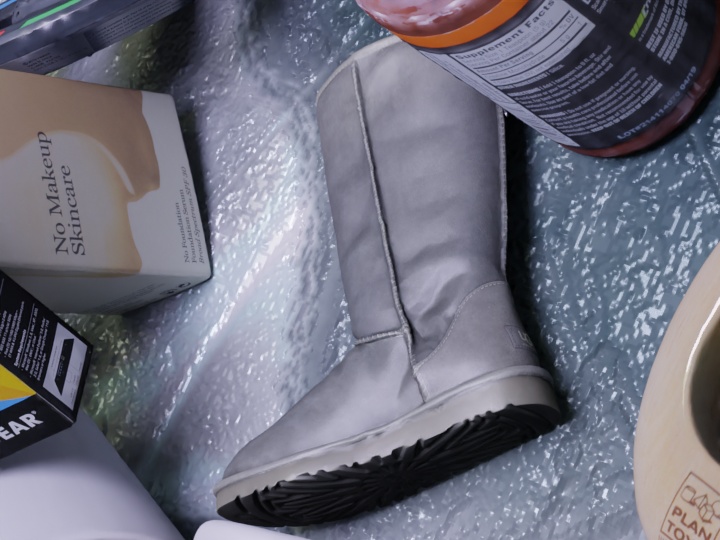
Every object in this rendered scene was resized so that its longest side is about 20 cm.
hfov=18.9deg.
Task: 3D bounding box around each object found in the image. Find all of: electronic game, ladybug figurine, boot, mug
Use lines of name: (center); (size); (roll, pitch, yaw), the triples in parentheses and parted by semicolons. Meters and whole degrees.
electronic game: (-0.142, -0.141, 1.113); (0.199, 0.042, 0.200); (-23, 16, 7)
ladybug figurine: (0.181, 0.042, 0.815); (0.136, 0.072, 0.201); (39, 98, 42)
boot: (0.000, 0.001, 0.987); (0.181, 0.073, 0.201); (-22, 65, 16)
mug: (-0.171, 0.148, 1.025); (0.187, 0.149, 0.153); (-44, 42, 8)

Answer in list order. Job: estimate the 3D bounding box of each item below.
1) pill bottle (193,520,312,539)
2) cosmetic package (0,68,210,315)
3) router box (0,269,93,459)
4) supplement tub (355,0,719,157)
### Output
pill bottle: (-0.040, 0.215, 0.900); (0.113, 0.114, 0.201); (5, 75, 41)
cosmetic package: (-0.168, -0.037, 1.044); (0.071, 0.199, 0.106); (-21, 78, 33)
router box: (-0.241, 0.044, 0.957); (0.199, 0.149, 0.051); (-26, 38, 31)
supplement tub: (0.063, -0.129, 0.900); (0.106, 0.200, 0.108); (-17, 60, 33)
